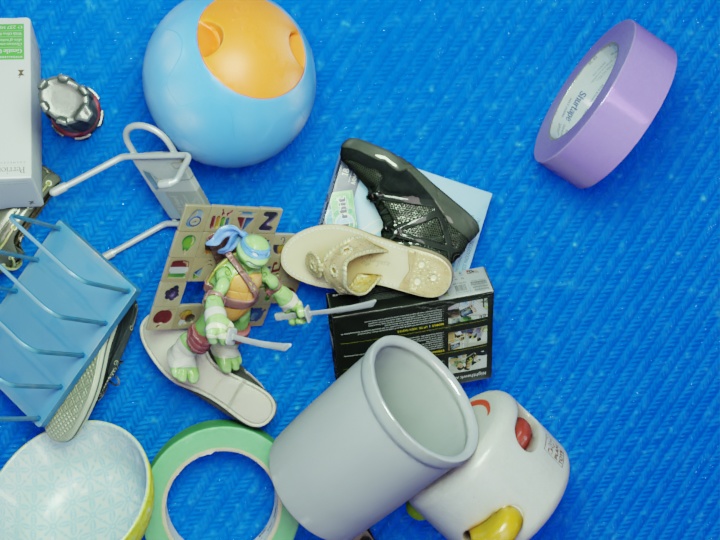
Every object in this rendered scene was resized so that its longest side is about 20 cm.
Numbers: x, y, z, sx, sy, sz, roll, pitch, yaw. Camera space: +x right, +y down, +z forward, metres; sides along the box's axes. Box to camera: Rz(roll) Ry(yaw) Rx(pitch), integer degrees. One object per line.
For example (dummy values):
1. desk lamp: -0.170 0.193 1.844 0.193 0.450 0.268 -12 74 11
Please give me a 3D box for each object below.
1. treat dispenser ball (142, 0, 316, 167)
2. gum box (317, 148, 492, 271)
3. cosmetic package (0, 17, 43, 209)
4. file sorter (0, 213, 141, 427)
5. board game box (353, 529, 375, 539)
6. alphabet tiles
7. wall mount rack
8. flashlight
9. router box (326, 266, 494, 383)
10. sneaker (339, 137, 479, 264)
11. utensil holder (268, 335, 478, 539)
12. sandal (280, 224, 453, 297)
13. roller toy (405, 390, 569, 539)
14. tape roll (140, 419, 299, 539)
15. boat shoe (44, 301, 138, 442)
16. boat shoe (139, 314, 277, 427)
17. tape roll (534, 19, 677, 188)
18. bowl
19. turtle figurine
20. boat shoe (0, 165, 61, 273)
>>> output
1. treat dispenser ball: -0.149 -0.219 1.214 0.199 0.201 0.203 -1 93 -9
2. gum box: 0.047 -0.046 1.336 0.198 0.045 0.172 17 90 -11
3. cosmetic package: -0.419 -0.177 1.199 0.106 0.085 0.202 -5 71 -10
4. file sorter: -0.380 0.055 1.194 0.138 0.123 0.201 38 96 19
5. board game box: -0.054 0.422 1.357 0.199 0.023 0.106 -28 99 -7
6. alphabet tiles: -0.145 -0.002 1.254 0.199 0.008 0.168 0 123 -41
7. wall mount rack: -0.252 -0.076 1.237 0.172 0.075 0.201 1 139 26
8. flashlight: -0.328 -0.186 1.186 0.067 0.200 0.069 -13 94 -7
9. router box: 0.063 0.081 1.301 0.198 0.051 0.150 -9 130 -5
10. sneaker: 0.040 -0.068 1.272 0.199 0.076 0.115 40 80 -15
11. utensil holder: 0.012 0.204 1.246 0.170 0.170 0.200 41 119 -9
12. sandal: 0.001 -0.006 1.220 0.209 0.070 0.079 9 101 11
13. roller toy: 0.161 0.255 1.299 0.140 0.200 0.183 44 72 -10
14. tape roll: -0.173 0.289 1.317 0.198 0.048 0.203 -1 94 -9
15. boat shoe: -0.319 0.111 1.267 0.074 0.062 0.202 15 82 28
16. boat shoe: -0.190 0.125 1.307 0.199 0.057 0.067 38 84 -4
17. tape roll: 0.296 -0.202 1.289 0.065 0.200 0.201 30 88 -10
18. bowl: -0.327 0.290 1.250 0.199 0.201 0.108 -24 140 -7
19. turtle figurine: -0.126 0.069 1.192 0.199 0.144 0.194 35 129 -4
20. boat shoe: -0.421 -0.036 1.244 0.060 0.072 0.203 25 85 -5
